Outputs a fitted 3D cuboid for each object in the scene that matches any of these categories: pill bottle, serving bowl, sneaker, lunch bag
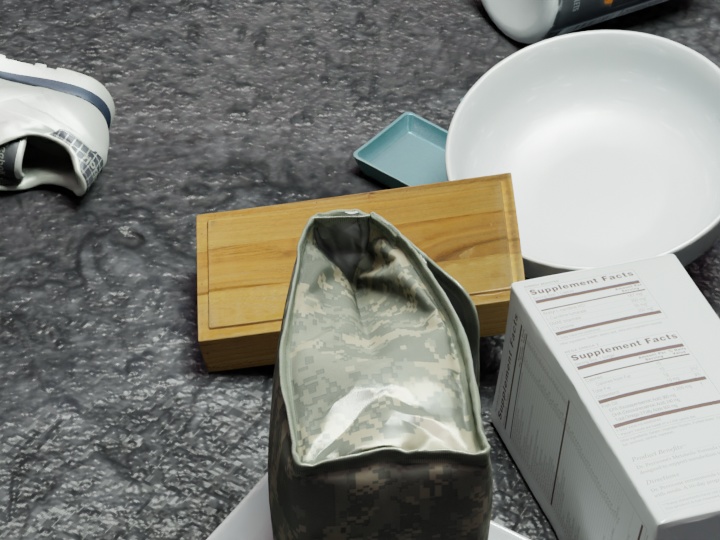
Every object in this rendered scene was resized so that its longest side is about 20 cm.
[{"bbox_3d":[0.190,-0.245,1.727,0.199,0.107,0.106,-20,47,-30],"label":"pill bottle"},{"bbox_3d":[0.155,-0.061,1.487,0.198,0.066,0.201,-5,53,6],"label":"serving bowl"},{"bbox_3d":[-0.263,-0.097,1.504,0.198,0.077,0.081,7,49,1],"label":"sneaker"},{"bbox_3d":[0.007,0.086,1.202,0.116,0.165,0.201,-4,40,-6],"label":"lunch bag"}]

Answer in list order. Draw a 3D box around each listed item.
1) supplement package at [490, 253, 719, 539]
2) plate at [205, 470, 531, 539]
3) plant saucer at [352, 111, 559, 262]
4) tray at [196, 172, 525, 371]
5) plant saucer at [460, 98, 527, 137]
[{"bbox_3d":[0.165,0.100,1.300,0.109,0.114,0.201,-10,43,-18],"label":"supplement package"},{"bbox_3d":[0.002,0.190,1.229,0.198,0.033,0.200,24,42,20],"label":"plate"},{"bbox_3d":[0.092,-0.045,1.540,0.199,0.019,0.070,28,44,24],"label":"plant saucer"},{"bbox_3d":[0.000,0.000,1.403,0.198,0.037,0.099,-7,52,3],"label":"tray"},{"bbox_3d":[0.172,-0.116,1.616,0.198,0.019,0.070,-12,30,-23],"label":"plant saucer"}]
